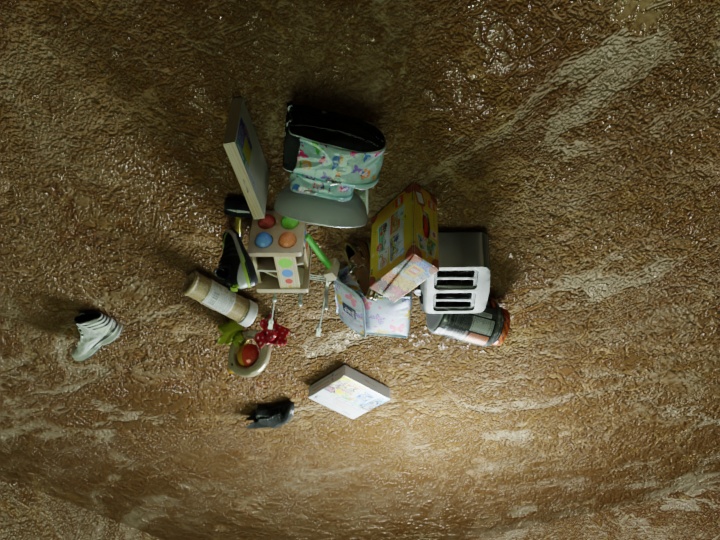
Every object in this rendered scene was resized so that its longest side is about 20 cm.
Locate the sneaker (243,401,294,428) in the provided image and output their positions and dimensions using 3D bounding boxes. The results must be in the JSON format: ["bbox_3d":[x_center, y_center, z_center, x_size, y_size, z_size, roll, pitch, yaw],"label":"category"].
[{"bbox_3d":[-0.299,0.476,2.269,0.102,0.061,0.200,18,142,-25],"label":"sneaker"}]

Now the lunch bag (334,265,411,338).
[{"bbox_3d":[0.032,0.077,1.727,0.193,0.130,0.172,6,139,6],"label":"lunch bag"}]

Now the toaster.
[{"bbox_3d":[0.222,0.003,1.630,0.193,0.121,0.183,0,141,3],"label":"toaster"}]

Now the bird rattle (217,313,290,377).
[{"bbox_3d":[-0.292,0.209,1.885,0.193,0.168,0.113,3,161,14],"label":"bird rattle"}]

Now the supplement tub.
[{"bbox_3d":[0.275,0.121,1.765,0.195,0.125,0.123,16,139,-17],"label":"supplement tub"}]

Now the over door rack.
[{"bbox_3d":[-0.156,0.089,1.764,0.143,0.067,0.204,9,125,-7],"label":"over door rack"}]

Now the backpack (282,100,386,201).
[{"bbox_3d":[-0.050,-0.224,1.318,0.193,0.179,0.154,4,121,-8],"label":"backpack"}]

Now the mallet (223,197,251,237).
[{"bbox_3d":[-0.294,-0.097,1.607,0.064,0.042,0.202,12,143,-11],"label":"mallet"}]

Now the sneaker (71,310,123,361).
[{"bbox_3d":[-0.768,0.172,1.935,0.198,0.077,0.116,-30,123,23],"label":"sneaker"}]

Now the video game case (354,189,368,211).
[{"bbox_3d":[-0.052,-0.197,1.485,0.138,0.018,0.203,1,140,2],"label":"video game case"}]

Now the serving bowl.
[{"bbox_3d":[-0.077,-0.145,1.414,0.194,0.201,0.068,9,106,-8],"label":"serving bowl"}]

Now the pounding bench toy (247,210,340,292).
[{"bbox_3d":[-0.147,-0.049,1.583,0.193,0.127,0.158,0,140,3],"label":"pounding bench toy"}]

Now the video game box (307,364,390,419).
[{"bbox_3d":[-0.035,0.381,2.154,0.198,0.048,0.180,32,134,-31],"label":"video game box"}]

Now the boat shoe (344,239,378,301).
[{"bbox_3d":[0.000,0.000,1.576,0.066,0.202,0.073,13,117,-17],"label":"boat shoe"}]

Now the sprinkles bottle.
[{"bbox_3d":[-0.360,0.074,1.786,0.198,0.070,0.068,33,132,-31],"label":"sprinkles bottle"}]

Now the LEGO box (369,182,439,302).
[{"bbox_3d":[0.094,-0.061,1.496,0.076,0.204,0.148,28,136,-28],"label":"LEGO box"}]

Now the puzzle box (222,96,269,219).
[{"bbox_3d":[-0.223,-0.221,1.375,0.025,0.136,0.203,-5,139,8],"label":"puzzle box"}]

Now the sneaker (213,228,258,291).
[{"bbox_3d":[-0.290,-0.023,1.522,0.081,0.201,0.073,-21,127,-14],"label":"sneaker"}]
